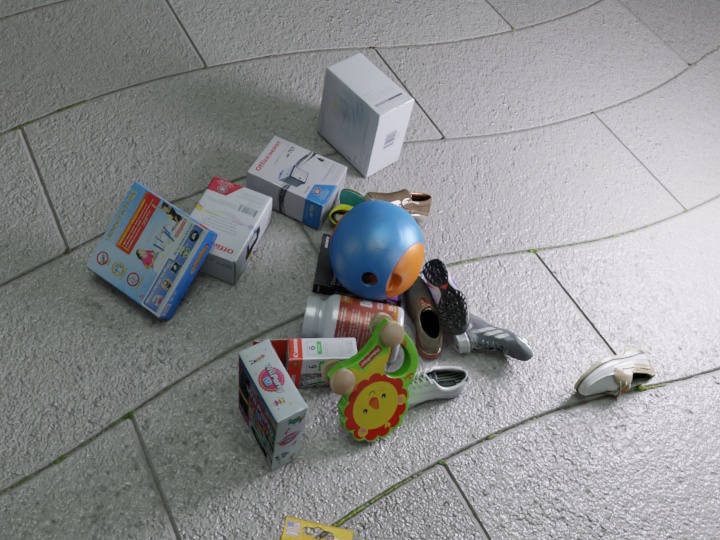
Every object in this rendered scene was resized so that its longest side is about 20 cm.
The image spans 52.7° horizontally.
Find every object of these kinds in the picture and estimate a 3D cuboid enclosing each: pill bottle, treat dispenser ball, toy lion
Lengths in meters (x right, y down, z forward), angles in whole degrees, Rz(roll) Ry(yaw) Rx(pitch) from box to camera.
[{"bbox_3d":[-0.017,0.111,1.466,0.196,0.113,0.114,12,51,-4],"label":"pill bottle"},{"bbox_3d":[0.033,-0.040,1.490,0.196,0.203,0.204,6,52,-7],"label":"treat dispenser ball"},{"bbox_3d":[0.032,0.212,1.355,0.200,0.193,0.068,-43,28,-9],"label":"toy lion"}]

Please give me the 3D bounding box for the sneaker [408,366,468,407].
[{"bbox_3d":[0.120,0.221,1.437,0.196,0.071,0.074,-9,55,-17],"label":"sneaker"}]

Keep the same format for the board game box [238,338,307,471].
[{"bbox_3d":[-0.160,0.240,1.283,0.063,0.202,0.148,-21,59,-25],"label":"board game box"}]

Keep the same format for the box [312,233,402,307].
[{"bbox_3d":[0.000,0.000,1.603,0.195,0.036,0.145,10,52,-3],"label":"box"}]

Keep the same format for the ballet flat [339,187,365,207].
[{"bbox_3d":[0.036,-0.127,1.701,0.199,0.068,0.062,37,27,12],"label":"ballet flat"}]

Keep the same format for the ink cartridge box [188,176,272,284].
[{"bbox_3d":[-0.296,-0.089,1.577,0.143,0.084,0.202,20,52,4],"label":"ink cartridge box"}]

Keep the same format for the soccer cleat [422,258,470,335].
[{"bbox_3d":[0.188,0.064,1.537,0.067,0.074,0.202,-27,47,6],"label":"soccer cleat"}]

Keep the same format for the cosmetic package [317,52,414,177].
[{"bbox_3d":[0.006,-0.380,1.784,0.122,0.201,0.200,-30,64,-30],"label":"cosmetic package"}]

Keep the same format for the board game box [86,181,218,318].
[{"bbox_3d":[-0.419,-0.040,1.466,0.194,0.056,0.202,32,90,13],"label":"board game box"}]

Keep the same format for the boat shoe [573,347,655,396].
[{"bbox_3d":[0.537,0.222,1.522,0.197,0.076,0.069,-18,53,-25],"label":"boat shoe"}]

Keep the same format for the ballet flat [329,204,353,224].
[{"bbox_3d":[0.015,-0.098,1.642,0.197,0.068,0.067,22,15,21],"label":"ballet flat"}]

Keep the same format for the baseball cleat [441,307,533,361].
[{"bbox_3d":[0.261,0.152,1.531,0.198,0.070,0.107,31,59,24],"label":"baseball cleat"}]

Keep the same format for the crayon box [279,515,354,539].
[{"bbox_3d":[-0.086,0.519,1.183,0.123,0.052,0.203,13,53,-2],"label":"crayon box"}]

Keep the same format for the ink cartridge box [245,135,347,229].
[{"bbox_3d":[-0.149,-0.207,1.696,0.197,0.087,0.148,25,52,5],"label":"ink cartridge box"}]

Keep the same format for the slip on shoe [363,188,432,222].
[{"bbox_3d":[0.090,-0.160,1.671,0.197,0.061,0.076,11,29,-40],"label":"slip on shoe"}]

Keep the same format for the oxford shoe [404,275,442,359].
[{"bbox_3d":[0.140,0.083,1.542,0.069,0.075,0.203,-5,54,-12],"label":"oxford shoe"}]

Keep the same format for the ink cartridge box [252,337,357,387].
[{"bbox_3d":[-0.109,0.179,1.397,0.195,0.110,0.051,0,52,-12],"label":"ink cartridge box"}]
